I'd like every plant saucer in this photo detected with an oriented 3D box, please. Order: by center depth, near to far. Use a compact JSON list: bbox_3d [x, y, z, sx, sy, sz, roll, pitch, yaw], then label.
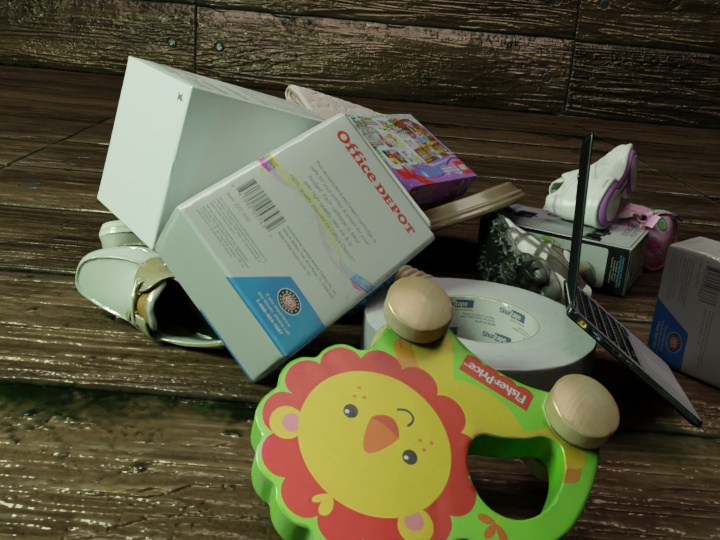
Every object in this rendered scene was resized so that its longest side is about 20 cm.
[{"bbox_3d":[0.120,-0.077,1.034,0.196,0.030,0.200,-19,4,1],"label":"plant saucer"}]

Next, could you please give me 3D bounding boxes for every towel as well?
[{"bbox_3d":[0.008,-0.175,1.092,0.197,0.032,0.192,10,38,-42],"label":"towel"}]

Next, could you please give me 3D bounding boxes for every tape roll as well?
[{"bbox_3d":[0.096,0.070,0.669,0.195,0.068,0.201,5,18,-2],"label":"tape roll"}]

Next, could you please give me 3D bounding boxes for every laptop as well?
[{"bbox_3d":[0.229,-0.002,0.664,0.199,0.116,0.187,41,15,6],"label":"laptop"}]

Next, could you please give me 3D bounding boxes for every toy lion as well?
[{"bbox_3d":[0.040,0.110,0.483,0.198,0.069,0.192,30,48,10],"label":"toy lion"}]

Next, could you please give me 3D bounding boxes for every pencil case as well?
[{"bbox_3d":[0.352,-0.069,1.119,0.086,0.089,0.199,-6,20,-29],"label":"pencil case"}]

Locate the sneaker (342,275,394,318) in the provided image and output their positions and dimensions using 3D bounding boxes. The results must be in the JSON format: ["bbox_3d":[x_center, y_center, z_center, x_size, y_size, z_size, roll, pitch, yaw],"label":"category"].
[{"bbox_3d":[0.000,0.000,0.859,0.071,0.083,0.200,41,39,0],"label":"sneaker"}]

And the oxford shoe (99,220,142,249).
[{"bbox_3d":[-0.187,-0.010,0.852,0.197,0.059,0.074,8,-17,-40],"label":"oxford shoe"}]

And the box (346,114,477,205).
[{"bbox_3d":[0.057,-0.147,1.029,0.137,0.039,0.199,45,29,17],"label":"box"}]

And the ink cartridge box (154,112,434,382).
[{"bbox_3d":[-0.051,-0.025,0.682,0.199,0.146,0.085,-37,-2,-36],"label":"ink cartridge box"}]

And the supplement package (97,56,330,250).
[{"bbox_3d":[-0.136,-0.107,0.808,0.197,0.155,0.150,6,18,-41],"label":"supplement package"}]

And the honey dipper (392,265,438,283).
[{"bbox_3d":[0.115,0.042,0.803,0.198,0.039,0.038,23,25,39],"label":"honey dipper"}]

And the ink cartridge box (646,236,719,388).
[{"bbox_3d":[0.369,0.055,0.707,0.066,0.119,0.198,-9,24,-39],"label":"ink cartridge box"}]

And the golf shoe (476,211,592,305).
[{"bbox_3d":[0.199,-0.005,0.924,0.092,0.079,0.201,9,25,-15],"label":"golf shoe"}]

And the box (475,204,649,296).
[{"bbox_3d":[0.262,-0.032,1.025,0.197,0.062,0.116,16,21,28],"label":"box"}]

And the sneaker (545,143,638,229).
[{"bbox_3d":[0.313,-0.123,1.061,0.098,0.076,0.199,10,30,31],"label":"sneaker"}]

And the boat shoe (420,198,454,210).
[{"bbox_3d":[0.045,-0.112,1.195,0.195,0.074,0.072,-7,21,-15],"label":"boat shoe"}]

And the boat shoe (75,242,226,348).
[{"bbox_3d":[-0.179,0.023,0.717,0.195,0.077,0.068,11,13,13],"label":"boat shoe"}]
